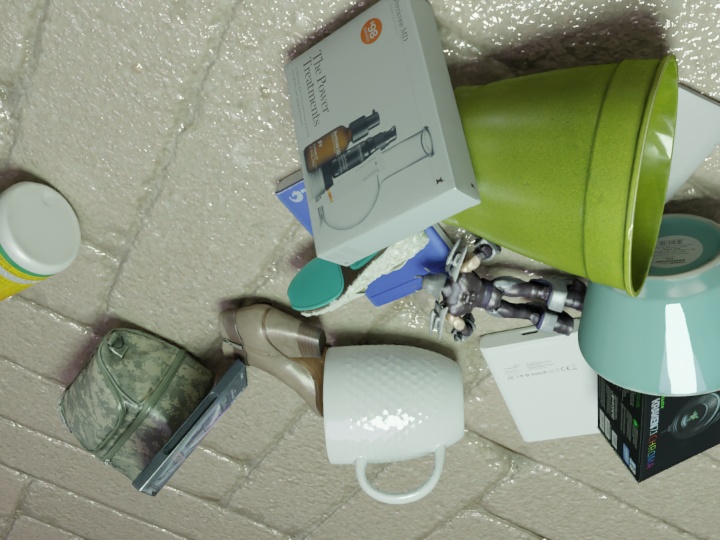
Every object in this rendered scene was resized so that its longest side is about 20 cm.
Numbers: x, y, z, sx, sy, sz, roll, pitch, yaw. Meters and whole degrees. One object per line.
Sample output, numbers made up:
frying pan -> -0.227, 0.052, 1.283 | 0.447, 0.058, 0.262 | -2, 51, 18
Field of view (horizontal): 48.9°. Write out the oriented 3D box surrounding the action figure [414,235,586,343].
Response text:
action figure -> 0.153, 0.029, 0.903 | 0.196, 0.070, 0.132 | 11, 120, -12

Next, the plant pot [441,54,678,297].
plant pot -> 0.169, -0.095, 0.715 | 0.189, 0.202, 0.203 | 11, 138, 26

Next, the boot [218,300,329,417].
boot -> -0.113, 0.120, 1.072 | 0.143, 0.071, 0.203 | 8, 134, 14

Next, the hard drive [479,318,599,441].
hard drive -> 0.249, 0.149, 1.039 | 0.129, 0.027, 0.202 | -12, 129, 23

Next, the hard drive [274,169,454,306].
hard drive -> 0.013, -0.048, 0.902 | 0.130, 0.026, 0.200 | -22, 125, 30

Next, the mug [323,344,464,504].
mug -> 0.046, 0.193, 1.008 | 0.171, 0.204, 0.149 | -3, 149, 5

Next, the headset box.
headset box -> 0.373, 0.117, 0.887 | 0.197, 0.093, 0.176 | -22, 132, -8

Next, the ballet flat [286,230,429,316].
ballet flat -> 0.000, 0.000, 0.890 | 0.071, 0.073, 0.199 | 38, 131, -23

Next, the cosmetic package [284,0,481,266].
cosmetic package -> 0.013, -0.127, 0.709 | 0.149, 0.204, 0.051 | -24, 157, 30

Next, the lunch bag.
lunch bag -> -0.330, 0.184, 1.131 | 0.167, 0.140, 0.200 | 38, 132, -9

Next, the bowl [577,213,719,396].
bowl -> 0.309, 0.018, 0.791 | 0.197, 0.202, 0.107 | -9, 120, 20

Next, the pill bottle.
pill bottle -> -0.447, -0.023, 0.969 | 0.197, 0.114, 0.113 | -20, 127, 29

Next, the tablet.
tablet -> 0.266, -0.105, 0.801 | 0.128, 0.014, 0.201 | 22, 134, -8

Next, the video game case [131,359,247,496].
video game case -> -0.223, 0.214, 1.064 | 0.019, 0.201, 0.143 | 37, 162, 6
